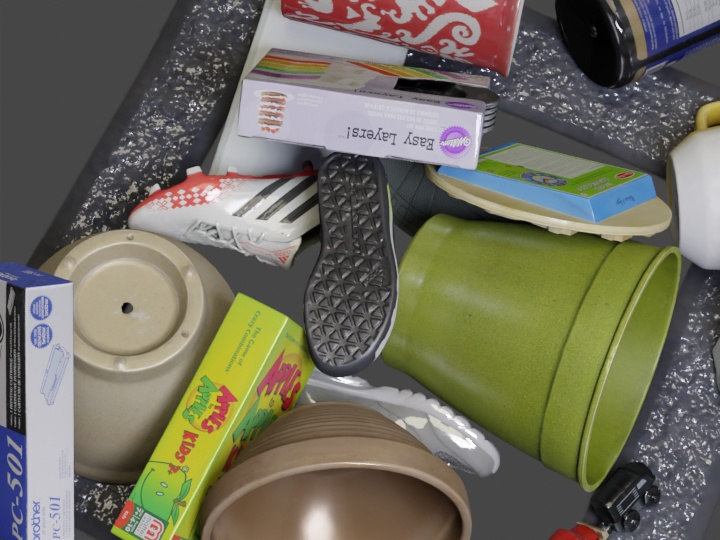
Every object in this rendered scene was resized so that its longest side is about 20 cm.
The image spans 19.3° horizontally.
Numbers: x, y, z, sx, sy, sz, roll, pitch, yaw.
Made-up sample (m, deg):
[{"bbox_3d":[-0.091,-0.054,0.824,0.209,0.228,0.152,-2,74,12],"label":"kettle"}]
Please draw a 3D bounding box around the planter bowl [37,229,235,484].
[{"bbox_3d":[-0.181,0.048,1.646,0.199,0.135,0.201,2,64,-5],"label":"planter bowl"}]

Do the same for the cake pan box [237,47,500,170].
[{"bbox_3d":[0.010,-0.131,1.694,0.199,0.184,0.052,9,106,4],"label":"cake pan box"}]

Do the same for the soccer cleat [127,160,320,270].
[{"bbox_3d":[-0.087,-0.038,1.711,0.199,0.069,0.085,-7,66,-10],"label":"soccer cleat"}]

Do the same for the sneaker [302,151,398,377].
[{"bbox_3d":[0.000,0.000,1.638,0.071,0.083,0.201,1,61,8],"label":"sneaker"}]

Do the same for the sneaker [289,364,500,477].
[{"bbox_3d":[0.012,0.131,1.671,0.199,0.075,0.082,19,80,9],"label":"sneaker"}]

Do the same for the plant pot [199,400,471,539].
[{"bbox_3d":[-0.020,0.163,1.580,0.200,0.201,0.093,0,51,-5],"label":"plant pot"}]

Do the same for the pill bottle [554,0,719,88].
[{"bbox_3d":[0.279,-0.244,1.841,0.200,0.112,0.112,-25,69,-17],"label":"pill bottle"}]

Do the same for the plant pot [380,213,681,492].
[{"bbox_3d":[0.125,0.046,1.660,0.192,0.201,0.201,20,64,18],"label":"plant pot"}]

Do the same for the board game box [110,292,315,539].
[{"bbox_3d":[-0.105,0.125,1.598,0.048,0.102,0.200,26,84,21],"label":"board game box"}]

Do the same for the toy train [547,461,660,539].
[{"bbox_3d":[0.163,0.222,1.641,0.200,0.046,0.034,-45,38,-22],"label":"toy train"}]

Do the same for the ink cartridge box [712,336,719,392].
[{"bbox_3d":[0.378,0.034,1.669,0.160,0.200,0.050,-5,65,-7],"label":"ink cartridge box"}]

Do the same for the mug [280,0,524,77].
[{"bbox_3d":[0.041,-0.245,1.808,0.199,0.178,0.134,11,85,3],"label":"mug"}]

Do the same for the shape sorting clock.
[{"bbox_3d":[0.147,-0.061,1.669,0.199,0.200,0.039,8,105,-2],"label":"shape sorting clock"}]

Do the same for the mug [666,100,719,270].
[{"bbox_3d":[0.334,-0.065,1.768,0.153,0.187,0.150,-5,98,2],"label":"mug"}]

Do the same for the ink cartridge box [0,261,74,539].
[{"bbox_3d":[-0.254,0.101,1.578,0.044,0.094,0.201,-8,104,-37],"label":"ink cartridge box"}]

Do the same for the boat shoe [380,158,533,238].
[{"bbox_3d":[0.092,-0.054,1.760,0.201,0.075,0.065,27,24,7],"label":"boat shoe"}]

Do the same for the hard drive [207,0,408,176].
[{"bbox_3d":[-0.042,-0.137,1.807,0.131,0.026,0.201,15,64,2],"label":"hard drive"}]
